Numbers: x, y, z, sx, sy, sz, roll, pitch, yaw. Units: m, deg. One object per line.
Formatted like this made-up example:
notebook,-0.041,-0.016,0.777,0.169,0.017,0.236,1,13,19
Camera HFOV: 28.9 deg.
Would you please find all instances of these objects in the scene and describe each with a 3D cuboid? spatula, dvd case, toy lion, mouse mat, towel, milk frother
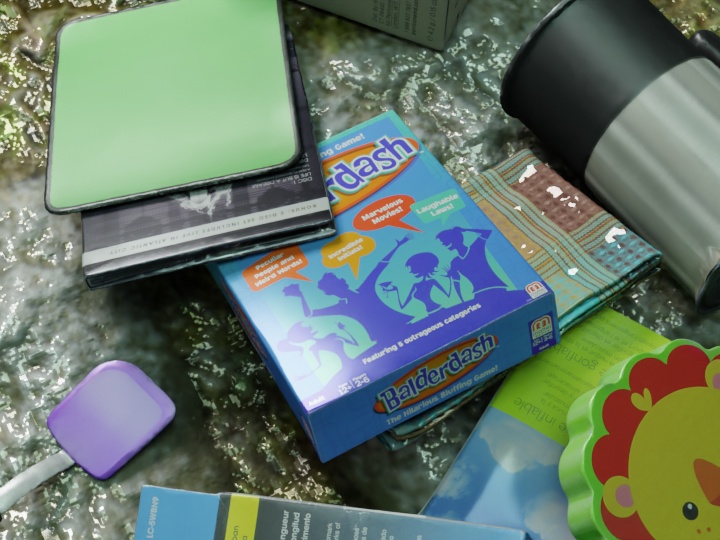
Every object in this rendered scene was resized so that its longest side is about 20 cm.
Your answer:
spatula,-0.193,0.124,0.784,0.056,0.021,0.200,43,61,14
dvd case,-0.102,-0.076,0.870,0.147,0.016,0.201,-13,44,-1
toy lion,0.176,0.145,0.730,0.192,0.069,0.200,43,64,-3
mouse mat,-0.122,-0.116,0.897,0.160,0.008,0.201,-11,44,2
towel,0.060,0.008,0.836,0.199,0.022,0.147,-32,46,-14
milk frother,0.216,-0.118,0.841,0.180,0.201,0.188,-32,66,-23

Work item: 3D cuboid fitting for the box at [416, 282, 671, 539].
box,0.118,0.117,0.791,0.121,0.048,0.200,28,63,14

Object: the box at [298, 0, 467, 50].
box,-0.007,-0.260,0.963,0.199,0.109,0.128,21,62,9

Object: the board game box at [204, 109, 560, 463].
board game box,0.000,0.000,0.814,0.151,0.045,0.200,-26,44,-11

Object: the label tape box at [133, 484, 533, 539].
label tape box,-0.019,0.192,0.708,0.198,0.063,0.145,6,78,12
